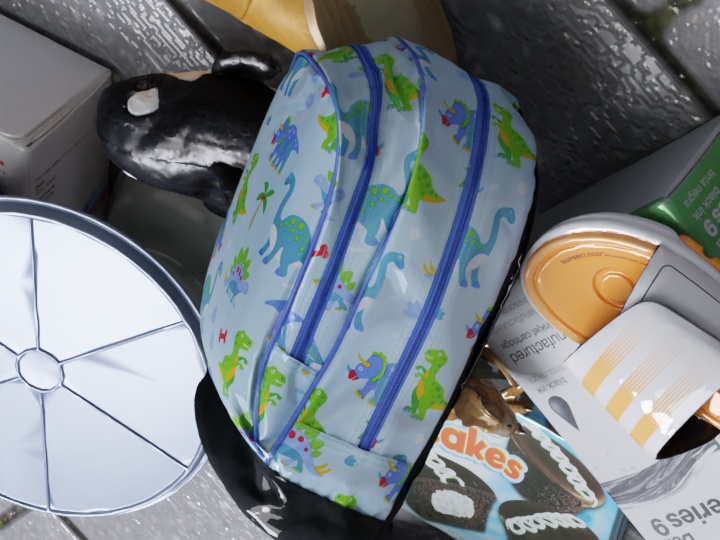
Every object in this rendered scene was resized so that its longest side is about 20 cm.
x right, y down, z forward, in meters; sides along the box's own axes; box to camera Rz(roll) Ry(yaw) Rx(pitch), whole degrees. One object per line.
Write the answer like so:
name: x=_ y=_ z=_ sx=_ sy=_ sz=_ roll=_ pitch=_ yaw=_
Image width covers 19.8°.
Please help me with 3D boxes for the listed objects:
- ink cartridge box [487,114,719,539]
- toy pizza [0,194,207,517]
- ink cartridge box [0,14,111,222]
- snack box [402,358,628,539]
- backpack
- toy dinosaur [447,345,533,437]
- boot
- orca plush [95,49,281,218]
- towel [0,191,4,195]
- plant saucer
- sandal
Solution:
ink cartridge box: x=0.167 y=0.048 z=0.939 sx=0.200 sy=0.084 sz=0.146 roll=50 pitch=139 yaw=-8
toy pizza: x=-0.163 y=0.044 z=1.083 sx=0.198 sy=0.032 sz=0.202 roll=8 pitch=124 yaw=12
ink cartridge box: x=-0.221 y=-0.048 z=1.174 sx=0.144 sy=0.084 sz=0.201 roll=27 pitch=138 yaw=18
snack box: x=0.053 y=0.089 z=1.105 sx=0.199 sy=0.037 sz=0.117 roll=28 pitch=136 yaw=18
backpack: x=0.000 y=0.000 z=0.902 sx=0.153 sy=0.163 sz=0.200 roll=36 pitch=103 yaw=-19
toy dinosaur: x=0.024 y=0.050 z=1.021 sx=0.199 sy=0.105 sz=0.061 roll=-4 pitch=84 yaw=57
boot: x=-0.054 y=-0.145 z=0.981 sx=0.201 sy=0.071 sz=0.144 roll=46 pitch=156 yaw=-21
orca plush: x=-0.040 y=-0.035 z=1.001 sx=0.199 sy=0.071 sz=0.105 roll=27 pitch=133 yaw=-8
towel: x=-0.236 y=0.033 z=1.153 sx=0.147 sy=0.050 sz=0.201 roll=9 pitch=131 yaw=32
plant saucer: x=-0.088 y=0.032 z=1.127 sx=0.199 sy=0.050 sz=0.202 roll=31 pitch=137 yaw=34
sandal: x=0.150 y=0.053 z=0.848 sx=0.206 sy=0.059 sz=0.079 roll=35 pitch=137 yaw=9
